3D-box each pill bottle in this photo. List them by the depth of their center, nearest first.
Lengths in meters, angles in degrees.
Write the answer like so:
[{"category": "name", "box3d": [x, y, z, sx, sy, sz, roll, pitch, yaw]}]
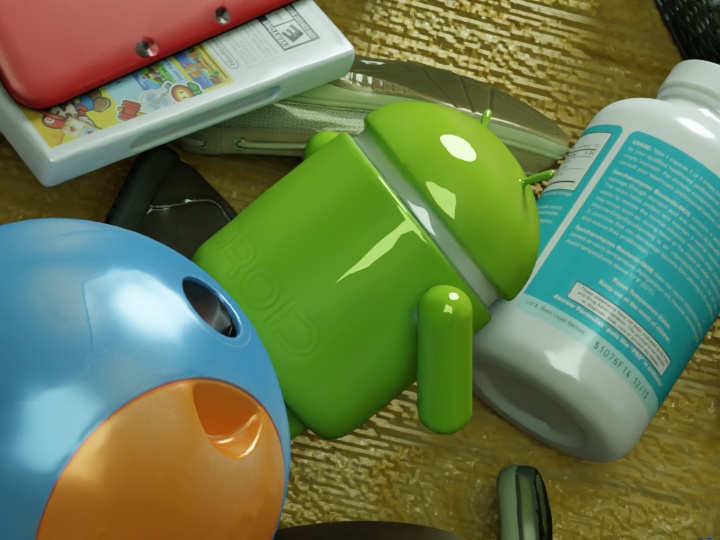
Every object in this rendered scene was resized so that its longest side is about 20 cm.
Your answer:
[{"category": "pill bottle", "box3d": [0.139, -0.010, 1.183, 0.111, 0.111, 0.200, 35, 74, 0]}]

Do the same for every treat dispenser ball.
[{"category": "treat dispenser ball", "box3d": [-0.130, 0.078, 0.988, 0.200, 0.201, 0.202, 2, 76, -9]}]

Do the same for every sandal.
[{"category": "sandal", "box3d": [0.064, 0.196, 1.146, 0.057, 0.080, 0.202, 1, 69, 8]}]

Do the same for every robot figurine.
[{"category": "robot figurine", "box3d": [0.000, 0.000, 1.108, 0.200, 0.176, 0.116, -39, 127, 2]}]

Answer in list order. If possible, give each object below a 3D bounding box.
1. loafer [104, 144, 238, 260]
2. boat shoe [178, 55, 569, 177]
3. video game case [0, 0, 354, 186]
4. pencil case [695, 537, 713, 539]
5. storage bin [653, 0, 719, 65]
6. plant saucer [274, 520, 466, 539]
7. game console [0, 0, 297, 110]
[{"category": "loafer", "box3d": [-0.115, 0.034, 1.147, 0.071, 0.073, 0.200, 24, 75, -4]}, {"category": "boat shoe", "box3d": [0.007, -0.073, 1.202, 0.200, 0.073, 0.063, 11, 109, -10]}, {"category": "video game case", "box3d": [-0.131, -0.142, 1.154, 0.182, 0.023, 0.200, -23, 60, -31]}, {"category": "pencil case", "box3d": [0.188, 0.237, 1.142, 0.083, 0.091, 0.201, 15, 75, -28]}, {"category": "storage bin", "box3d": [0.256, -0.199, 1.259, 0.200, 0.094, 0.136, -24, 82, -14]}, {"category": "plant saucer", "box3d": [-0.023, 0.158, 1.072, 0.199, 0.200, 0.030, -10, 104, -12]}, {"category": "game console", "box3d": [-0.146, -0.179, 1.155, 0.200, 0.172, 0.119, -28, 121, -34]}]
